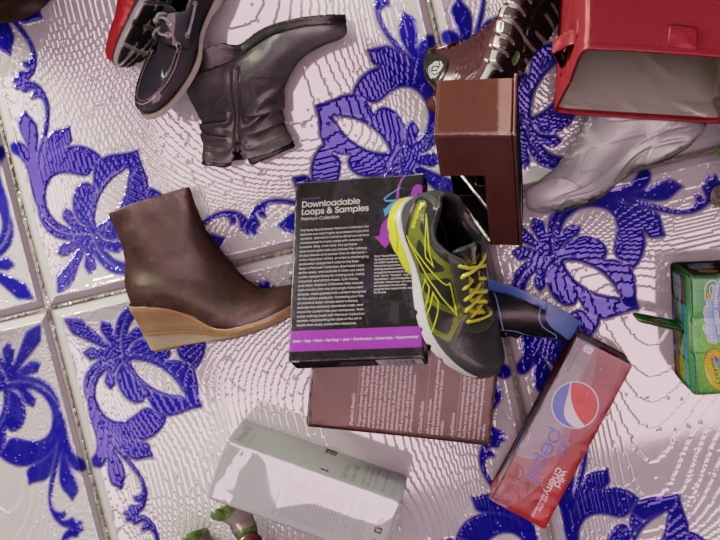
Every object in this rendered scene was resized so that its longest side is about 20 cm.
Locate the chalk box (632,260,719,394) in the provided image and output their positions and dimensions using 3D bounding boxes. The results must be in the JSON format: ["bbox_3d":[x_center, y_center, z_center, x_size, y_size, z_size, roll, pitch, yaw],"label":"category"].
[{"bbox_3d":[0.381,0.055,1.250,0.198,0.125,0.125,-4,96,8],"label":"chalk box"}]

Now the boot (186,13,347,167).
[{"bbox_3d":[-0.090,-0.190,1.306,0.198,0.070,0.133,-16,95,19],"label":"boot"}]

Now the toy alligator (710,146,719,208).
[{"bbox_3d":[0.380,-0.128,1.210,0.054,0.201,0.060,-7,54,-25],"label":"toy alligator"}]

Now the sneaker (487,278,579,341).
[{"bbox_3d":[0.129,0.047,1.300,0.199,0.070,0.078,21,88,12],"label":"sneaker"}]

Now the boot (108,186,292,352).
[{"bbox_3d":[-0.166,-0.008,1.325,0.198,0.072,0.168,-12,97,11],"label":"boot"}]

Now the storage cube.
[{"bbox_3d":[0.284,-0.257,1.173,0.198,0.171,0.182,5,78,1],"label":"storage cube"}]

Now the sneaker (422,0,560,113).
[{"bbox_3d":[0.125,-0.242,1.273,0.115,0.076,0.201,16,70,41],"label":"sneaker"}]

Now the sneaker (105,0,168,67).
[{"bbox_3d":[-0.240,-0.316,1.309,0.084,0.077,0.202,17,91,15],"label":"sneaker"}]

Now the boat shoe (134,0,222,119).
[{"bbox_3d":[-0.197,-0.255,1.273,0.072,0.063,0.201,9,72,39],"label":"boat shoe"}]

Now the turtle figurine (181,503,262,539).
[{"bbox_3d":[-0.129,0.357,1.313,0.199,0.144,0.195,-25,71,-33],"label":"turtle figurine"}]

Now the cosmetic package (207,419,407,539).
[{"bbox_3d":[-0.055,0.234,1.327,0.198,0.102,0.075,20,97,2],"label":"cosmetic package"}]

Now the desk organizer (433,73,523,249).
[{"bbox_3d":[0.121,-0.104,1.222,0.076,0.200,0.072,0,60,10],"label":"desk organizer"}]

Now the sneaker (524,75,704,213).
[{"bbox_3d":[0.249,-0.132,1.275,0.199,0.078,0.100,-29,86,-1],"label":"sneaker"}]

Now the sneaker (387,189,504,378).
[{"bbox_3d":[0.093,0.013,1.214,0.074,0.084,0.201,-26,89,-34],"label":"sneaker"}]

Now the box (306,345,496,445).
[{"bbox_3d":[0.046,0.123,1.319,0.198,0.075,0.101,6,97,4],"label":"box"}]

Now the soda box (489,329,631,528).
[{"bbox_3d":[0.213,0.168,1.310,0.070,0.063,0.201,27,99,3],"label":"soda box"}]

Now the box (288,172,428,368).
[{"bbox_3d":[0.000,0.000,1.283,0.142,0.036,0.202,-3,72,12],"label":"box"}]

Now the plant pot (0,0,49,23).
[{"bbox_3d":[-0.402,-0.337,1.252,0.198,0.198,0.202,1,96,7],"label":"plant pot"}]
